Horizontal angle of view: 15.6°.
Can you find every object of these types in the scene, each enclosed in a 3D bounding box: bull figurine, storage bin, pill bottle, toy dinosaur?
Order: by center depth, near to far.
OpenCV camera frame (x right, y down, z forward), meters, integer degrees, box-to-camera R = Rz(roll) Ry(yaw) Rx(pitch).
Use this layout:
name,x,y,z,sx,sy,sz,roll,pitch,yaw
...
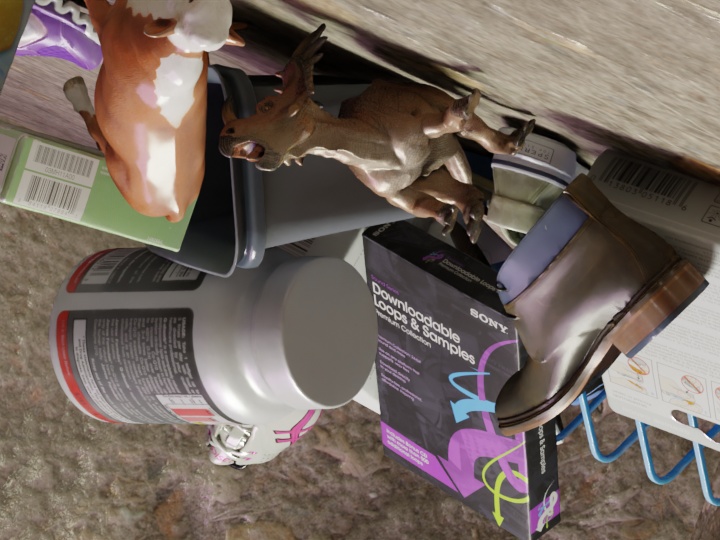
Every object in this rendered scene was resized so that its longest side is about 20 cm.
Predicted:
name,x,y,z,sx,sy,sz,roll,pitch,yaw
bull figurine,-0.116,-0.114,1.435,0.065,0.201,0.122,-17,-125,-23
toy dinosaur,0.014,-0.082,1.508,0.135,0.086,0.200,24,-173,21
storage bin,-0.053,-0.082,1.632,0.133,0.147,0.200,-7,-171,-22
pill bottle,-0.094,0.041,1.689,0.199,0.117,0.116,-1,163,40

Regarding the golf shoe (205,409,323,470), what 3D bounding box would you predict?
name,x,y,z,sx,sy,sz,roll,pitch,yaw
golf shoe,-0.069,0.101,1.837,0.072,0.092,0.200,34,174,7

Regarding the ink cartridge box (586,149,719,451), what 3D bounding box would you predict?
name,x,y,z,sx,sy,sz,roll,pitch,yaw
ink cartridge box,0.214,0.031,1.552,0.161,0.050,0.201,20,148,28

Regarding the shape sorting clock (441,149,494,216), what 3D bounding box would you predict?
name,x,y,z,sx,sy,sz,roll,pitch,yaw
shape sorting clock,0.087,-0.054,1.892,0.199,0.039,0.200,21,177,1

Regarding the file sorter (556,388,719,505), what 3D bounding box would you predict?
name,x,y,z,sx,sy,sz,roll,pitch,yaw
file sorter,0.215,0.062,1.706,0.199,0.123,0.140,19,137,40

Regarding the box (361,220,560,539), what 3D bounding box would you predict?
name,x,y,z,sx,sy,sz,roll,pitch,yaw
box,0.067,0.073,1.754,0.143,0.036,0.201,29,139,36

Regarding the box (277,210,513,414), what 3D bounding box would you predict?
name,x,y,z,sx,sy,sz,roll,pitch,yaw
box,0.000,0.000,1.839,0.106,0.153,0.200,26,171,33

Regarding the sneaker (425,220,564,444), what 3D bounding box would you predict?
name,x,y,z,sx,sy,sz,roll,pitch,yaw
sneaker,0.070,0.057,1.817,0.073,0.084,0.201,-93,-20,-58

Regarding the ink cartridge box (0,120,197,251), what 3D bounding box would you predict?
name,x,y,z,sx,sy,sz,roll,pitch,yaw
ink cartridge box,-0.215,-0.066,1.585,0.199,0.048,0.145,20,-177,43

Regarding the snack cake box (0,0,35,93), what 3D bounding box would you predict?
name,x,y,z,sx,sy,sz,roll,pitch,yaw
snack cake box,-0.284,-0.179,1.509,0.199,0.116,0.067,23,177,-41

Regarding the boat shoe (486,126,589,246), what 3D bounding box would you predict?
name,x,y,z,sx,sy,sz,roll,pitch,yaw
boat shoe,0.109,-0.045,1.657,0.072,0.062,0.200,20,178,16

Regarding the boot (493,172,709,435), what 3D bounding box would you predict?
name,x,y,z,sx,sy,sz,roll,pitch,yaw
boot,0.116,0.020,1.537,0.097,0.075,0.200,48,139,2

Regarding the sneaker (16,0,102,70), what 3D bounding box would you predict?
name,x,y,z,sx,sy,sz,roll,pitch,yaw
sneaker,-0.275,-0.174,1.839,0.199,0.089,0.080,21,176,-22

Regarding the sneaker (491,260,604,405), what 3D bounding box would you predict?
name,x,y,z,sx,sy,sz,roll,pitch,yaw
sneaker,0.157,0.035,1.859,0.077,0.071,0.200,-22,153,10
